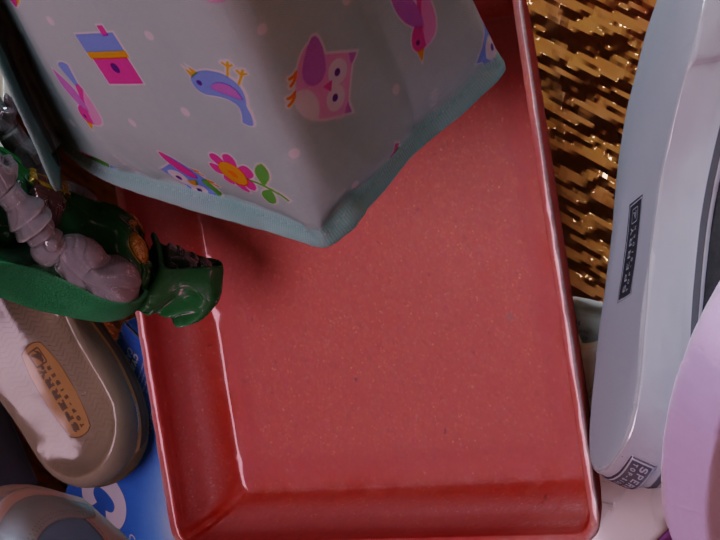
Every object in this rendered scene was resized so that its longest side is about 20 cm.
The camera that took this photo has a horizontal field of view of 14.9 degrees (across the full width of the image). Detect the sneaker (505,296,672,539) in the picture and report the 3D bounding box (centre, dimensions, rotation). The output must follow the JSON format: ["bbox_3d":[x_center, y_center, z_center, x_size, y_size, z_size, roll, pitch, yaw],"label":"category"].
[{"bbox_3d":[0.083,0.071,1.018,0.200,0.075,0.100,-42,66,35],"label":"sneaker"}]

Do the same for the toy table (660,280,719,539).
[{"bbox_3d":[0.177,0.068,0.850,0.117,0.200,0.184,37,85,29],"label":"toy table"}]

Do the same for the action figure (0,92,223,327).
[{"bbox_3d":[-0.138,-0.030,0.986,0.055,0.200,0.118,-57,20,17],"label":"action figure"}]

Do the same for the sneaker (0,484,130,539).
[{"bbox_3d":[-0.062,0.138,1.073,0.130,0.200,0.080,1,67,28],"label":"sneaker"}]

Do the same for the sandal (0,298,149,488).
[{"bbox_3d":[-0.163,0.009,1.160,0.080,0.054,0.200,-37,85,36],"label":"sandal"}]

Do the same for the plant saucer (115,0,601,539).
[{"bbox_3d":[0.000,0.000,0.999,0.199,0.037,0.201,-6,94,39],"label":"plant saucer"}]

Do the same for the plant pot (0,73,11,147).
[{"bbox_3d":[-0.258,-0.039,1.103,0.188,0.187,0.200,61,147,11],"label":"plant pot"}]

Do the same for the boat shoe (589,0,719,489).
[{"bbox_3d":[0.120,-0.022,0.929,0.069,0.056,0.201,151,130,-75],"label":"boat shoe"}]

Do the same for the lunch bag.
[{"bbox_3d":[-0.077,-0.113,0.912,0.200,0.122,0.171,16,141,42],"label":"lunch bag"}]

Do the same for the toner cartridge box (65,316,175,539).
[{"bbox_3d":[-0.087,0.121,1.210,0.095,0.043,0.200,40,127,27],"label":"toner cartridge box"}]

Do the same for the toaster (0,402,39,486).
[{"bbox_3d":[-0.253,0.137,1.204,0.181,0.200,0.119,-21,100,39],"label":"toaster"}]
